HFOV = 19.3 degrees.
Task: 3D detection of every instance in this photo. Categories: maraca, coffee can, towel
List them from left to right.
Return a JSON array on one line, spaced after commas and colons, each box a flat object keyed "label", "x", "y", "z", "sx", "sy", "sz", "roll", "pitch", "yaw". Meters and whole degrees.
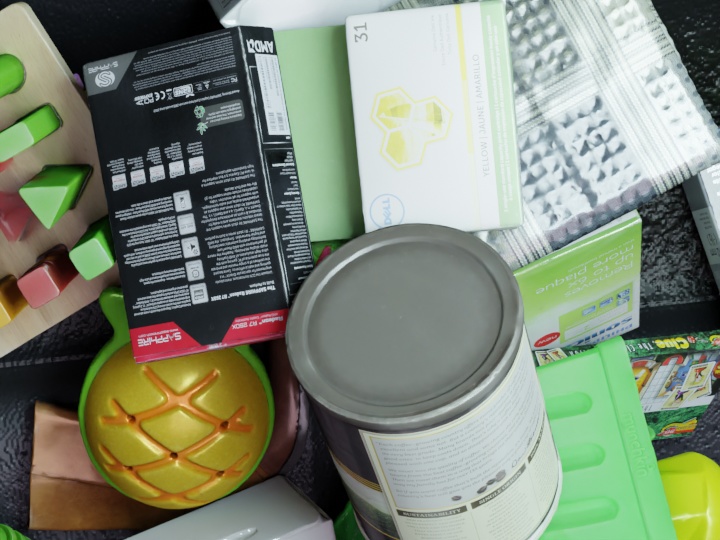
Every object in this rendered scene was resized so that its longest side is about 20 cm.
[{"label": "maraca", "x": -0.126, "y": 0.082, "z": 1.465, "sx": 0.137, "sy": 0.107, "sz": 0.200, "roll": 2, "pitch": 121, "yaw": -7}, {"label": "coffee can", "x": 0.045, "y": 0.087, "z": 1.350, "sx": 0.146, "sy": 0.147, "sz": 0.200, "roll": -23, "pitch": 142, "yaw": -3}, {"label": "towel", "x": 0.116, "y": -0.119, "z": 1.390, "sx": 0.192, "sy": 0.035, "sz": 0.200, "roll": -28, "pitch": 88, "yaw": 1}]

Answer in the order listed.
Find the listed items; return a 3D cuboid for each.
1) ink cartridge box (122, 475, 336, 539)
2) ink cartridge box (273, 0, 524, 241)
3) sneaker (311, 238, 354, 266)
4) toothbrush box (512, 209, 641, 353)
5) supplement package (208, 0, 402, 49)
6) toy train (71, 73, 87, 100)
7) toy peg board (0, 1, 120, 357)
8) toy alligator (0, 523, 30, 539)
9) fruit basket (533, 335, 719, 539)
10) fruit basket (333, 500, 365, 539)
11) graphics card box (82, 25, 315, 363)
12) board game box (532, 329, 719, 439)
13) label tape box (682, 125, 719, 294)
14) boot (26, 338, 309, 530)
[{"label": "ink cartridge box", "x": -0.085, "y": 0.270, "z": 1.536, "sx": 0.145, "sy": 0.084, "sz": 0.200, "roll": -21, "pitch": 119, "yaw": -20}, {"label": "ink cartridge box", "x": 0.001, "y": -0.091, "z": 1.356, "sx": 0.199, "sy": 0.048, "sz": 0.146, "roll": -5, "pitch": 92, "yaw": 6}, {"label": "sneaker", "x": 0.000, "y": 0.000, "z": 1.498, "sx": 0.077, "sy": 0.200, "sz": 0.084, "roll": 14, "pitch": 64, "yaw": 3}, {"label": "toothbrush box", "x": 0.117, "y": -0.001, "z": 1.495, "sx": 0.145, "sy": 0.200, "sz": 0.086, "roll": -23, "pitch": 68, "yaw": -4}, {"label": "supplement package", "x": 0.018, "y": -0.168, "z": 1.460, "sx": 0.156, "sy": 0.111, "sz": 0.200, "roll": -43, "pitch": 112, "yaw": 5}, {"label": "toy train", "x": -0.159, "y": -0.063, "z": 1.483, "sx": 0.199, "sy": 0.056, "sz": 0.151, "roll": 3, "pitch": 103, "yaw": 2}, {"label": "toy peg board", "x": -0.263, "y": -0.041, "z": 1.416, "sx": 0.199, "sy": 0.098, "sz": 0.200, "roll": -31, "pitch": 98, "yaw": 9}, {"label": "toy alligator", "x": -0.278, "y": 0.204, "z": 1.534, "sx": 0.200, "sy": 0.059, "sz": 0.054, "roll": 46, "pitch": 61, "yaw": -55}, {"label": "fruit basket", "x": 0.201, "y": 0.165, "z": 1.485, "sx": 0.215, "sy": 0.216, "sz": 0.156, "roll": -5, "pitch": 141, "yaw": -10}, {"label": "fruit basket", "x": 0.078, "y": 0.218, "z": 1.595, "sx": 0.200, "sy": 0.094, "sz": 0.185, "roll": 14, "pitch": 138, "yaw": -20}, {"label": "graphics card box", "x": -0.102, "y": -0.049, "z": 1.362, "sx": 0.125, "sy": 0.051, "sz": 0.201, "roll": -11, "pitch": 90, "yaw": 27}, {"label": "board game box", "x": 0.186, "y": 0.093, "z": 1.583, "sx": 0.200, "sy": 0.023, "sz": 0.105, "roll": -5, "pitch": 139, "yaw": -29}, {"label": "label tape box", "x": 0.333, "y": -0.024, "z": 1.567, "sx": 0.143, "sy": 0.066, "sz": 0.200, "roll": -19, "pitch": 88, "yaw": -5}, {"label": "boot", "x": -0.142, "y": 0.117, "z": 1.568, "sx": 0.199, "sy": 0.069, "sz": 0.189, "roll": 10, "pitch": 114, "yaw": -7}]
